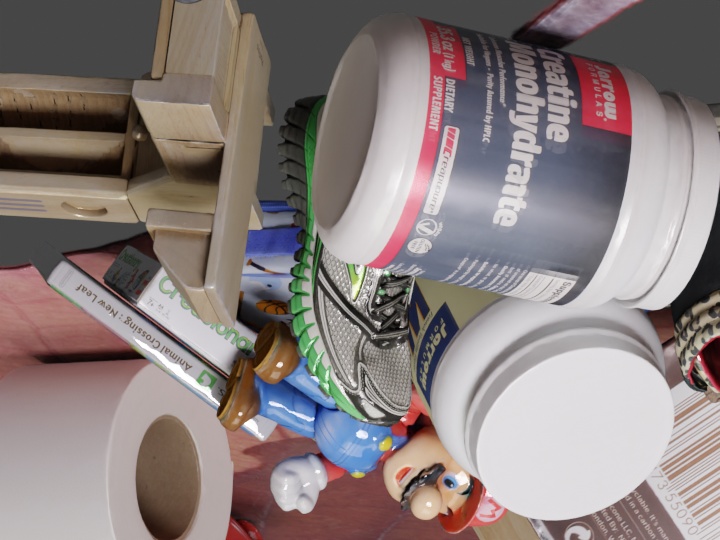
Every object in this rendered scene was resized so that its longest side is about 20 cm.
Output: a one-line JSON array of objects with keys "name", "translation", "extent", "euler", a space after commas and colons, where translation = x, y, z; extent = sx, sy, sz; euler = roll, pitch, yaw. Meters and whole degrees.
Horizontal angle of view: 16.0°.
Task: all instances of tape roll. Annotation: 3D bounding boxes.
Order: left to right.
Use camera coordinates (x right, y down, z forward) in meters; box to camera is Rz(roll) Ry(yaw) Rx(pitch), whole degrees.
[{"name": "tape roll", "translation": [-0.214, 0.175, 2.122], "extent": [0.139, 0.204, 0.203], "euler": [-4, 160, 26]}]

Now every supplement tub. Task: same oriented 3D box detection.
[{"name": "supplement tub", "translation": [0.084, -0.057, 1.424], "extent": [0.199, 0.141, 0.140], "euler": [11, 161, -16]}, {"name": "supplement tub", "translation": [0.099, 0.043, 1.556], "extent": [0.144, 0.200, 0.146], "euler": [-8, 124, -12]}]

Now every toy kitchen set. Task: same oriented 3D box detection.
[{"name": "toy kitchen set", "translation": [-0.151, -0.058, 1.457], "extent": [0.179, 0.164, 0.200], "euler": [4, 161, 7]}]

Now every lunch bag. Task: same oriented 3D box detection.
[{"name": "lunch bag", "translation": [0.000, 0.000, 1.732], "extent": [0.199, 0.076, 0.160], "euler": [-1, 158, 22]}]

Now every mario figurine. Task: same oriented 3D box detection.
[{"name": "mario figurine", "translation": [0.010, 0.116, 1.657], "extent": [0.199, 0.106, 0.123], "euler": [26, 164, -13]}]

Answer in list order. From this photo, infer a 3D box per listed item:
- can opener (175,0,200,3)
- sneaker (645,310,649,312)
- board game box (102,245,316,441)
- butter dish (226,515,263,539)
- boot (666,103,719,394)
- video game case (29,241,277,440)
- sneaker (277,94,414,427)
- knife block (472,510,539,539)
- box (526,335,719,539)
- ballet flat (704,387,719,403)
[{"name": "can opener", "translation": [-0.126, -0.168, 1.309], "extent": [0.199, 0.079, 0.063], "euler": [-5, -162, 39]}, {"name": "sneaker", "translation": [0.160, 0.035, 1.740], "extent": [0.078, 0.090, 0.200], "euler": [20, 161, 5]}, {"name": "board game box", "translation": [-0.079, 0.059, 1.750], "extent": [0.200, 0.035, 0.126], "euler": [38, 176, -17]}, {"name": "butter dish", "translation": [-0.158, 0.311, 2.630], "extent": [0.199, 0.148, 0.200], "euler": [-18, 109, 53]}, {"name": "boot", "translation": [0.200, 0.012, 1.533], "extent": [0.073, 0.154, 0.204], "euler": [5, 151, -8]}, {"name": "video game case", "translation": [-0.147, 0.046, 1.775], "extent": [0.182, 0.022, 0.200], "euler": [37, 176, -11]}, {"name": "sneaker", "translation": [0.005, -0.008, 1.508], "extent": [0.085, 0.201, 0.078], "euler": [-8, 178, 31]}, {"name": "knife block", "translation": [0.084, 0.120, 1.886], "extent": [0.176, 0.064, 0.200], "euler": [44, -163, -7]}, {"name": "box", "translation": [0.219, 0.144, 1.767], "extent": [0.164, 0.166, 0.200], "euler": [-36, 172, 15]}, {"name": "ballet flat", "translation": [0.276, 0.058, 1.557], "extent": [0.068, 0.068, 0.200], "euler": [-23, -168, -30]}]
